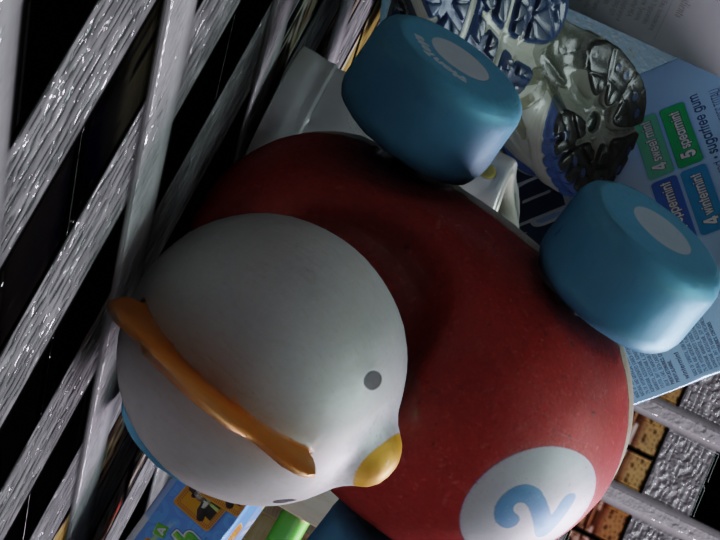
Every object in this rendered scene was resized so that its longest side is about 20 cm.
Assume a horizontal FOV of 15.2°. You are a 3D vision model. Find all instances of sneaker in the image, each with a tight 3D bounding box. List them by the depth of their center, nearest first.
[{"bbox_3d":[0.039,-0.097,1.079,0.077,0.085,0.200,-59,142,-20],"label":"sneaker"},{"bbox_3d":[0.000,0.000,1.081,0.200,0.115,0.074,115,0,-61],"label":"sneaker"}]

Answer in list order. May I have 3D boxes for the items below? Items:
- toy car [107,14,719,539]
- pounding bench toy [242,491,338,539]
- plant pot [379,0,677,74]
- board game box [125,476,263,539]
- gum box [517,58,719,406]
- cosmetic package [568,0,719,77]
[{"bbox_3d":[-0.008,0.038,0.901,0.185,0.177,0.200,-53,169,22],"label":"toy car"},{"bbox_3d":[-0.070,0.193,1.400,0.156,0.124,0.200,-63,177,-27],"label":"pounding bench toy"},{"bbox_3d":[0.118,-0.153,1.297,0.200,0.196,0.196,-49,-171,45],"label":"plant pot"},{"bbox_3d":[-0.083,0.127,1.140,0.200,0.037,0.151,-53,177,-3],"label":"board game box"},{"bbox_3d":[0.080,-0.001,1.145,0.170,0.199,0.045,-100,165,-55],"label":"gum box"},{"bbox_3d":[0.122,-0.153,1.096,0.102,0.199,0.074,-62,177,-23],"label":"cosmetic package"}]
